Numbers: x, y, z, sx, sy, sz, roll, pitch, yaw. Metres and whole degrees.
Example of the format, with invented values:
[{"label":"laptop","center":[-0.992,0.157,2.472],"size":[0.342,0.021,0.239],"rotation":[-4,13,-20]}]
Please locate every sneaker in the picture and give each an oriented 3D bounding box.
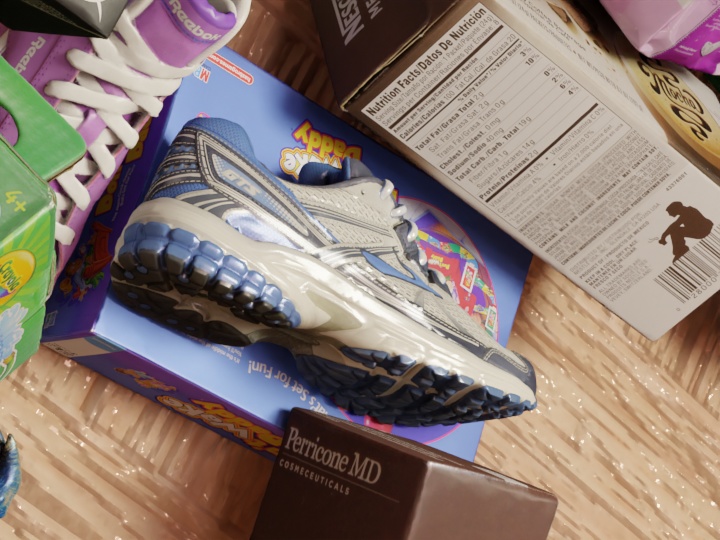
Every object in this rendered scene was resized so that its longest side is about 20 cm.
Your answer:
[{"label":"sneaker","center":[-0.103,-0.066,0.809],"size":[0.073,0.114,0.201],"rotation":[30,68,-34]},{"label":"sneaker","center":[0.000,0.000,0.853],"size":[0.200,0.077,0.085],"rotation":[28,64,-34]}]

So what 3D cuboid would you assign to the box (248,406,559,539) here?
[{"label":"box","center":[-0.005,0.164,0.841],"size":[0.075,0.100,0.201],"rotation":[21,86,-35]}]

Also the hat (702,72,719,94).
[{"label":"hat","center":[0.138,-0.174,1.060],"size":[0.176,0.166,0.200],"rotation":[19,61,-1]}]

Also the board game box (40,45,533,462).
[{"label":"board game box","center":[-0.025,0.007,0.907],"size":[0.200,0.045,0.135],"rotation":[31,67,-33]}]

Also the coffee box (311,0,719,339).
[{"label":"coffee box","center":[0.078,-0.074,0.939],"size":[0.200,0.080,0.113],"rotation":[35,25,-31]}]

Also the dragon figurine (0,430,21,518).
[{"label":"dragon figurine","center":[-0.158,0.121,0.776],"size":[0.099,0.059,0.201],"rotation":[-25,96,-36]}]

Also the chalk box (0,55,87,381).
[{"label":"chalk box","center":[-0.178,-0.007,0.690],"size":[0.125,0.124,0.200],"rotation":[43,66,9]}]

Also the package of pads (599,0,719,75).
[{"label":"package of pads","center":[0.115,-0.182,0.956],"size":[0.200,0.076,0.120],"rotation":[57,24,19]}]

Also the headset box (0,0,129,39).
[{"label":"headset box","center":[-0.104,-0.199,0.704],"size":[0.149,0.075,0.200],"rotation":[35,77,-34]}]
